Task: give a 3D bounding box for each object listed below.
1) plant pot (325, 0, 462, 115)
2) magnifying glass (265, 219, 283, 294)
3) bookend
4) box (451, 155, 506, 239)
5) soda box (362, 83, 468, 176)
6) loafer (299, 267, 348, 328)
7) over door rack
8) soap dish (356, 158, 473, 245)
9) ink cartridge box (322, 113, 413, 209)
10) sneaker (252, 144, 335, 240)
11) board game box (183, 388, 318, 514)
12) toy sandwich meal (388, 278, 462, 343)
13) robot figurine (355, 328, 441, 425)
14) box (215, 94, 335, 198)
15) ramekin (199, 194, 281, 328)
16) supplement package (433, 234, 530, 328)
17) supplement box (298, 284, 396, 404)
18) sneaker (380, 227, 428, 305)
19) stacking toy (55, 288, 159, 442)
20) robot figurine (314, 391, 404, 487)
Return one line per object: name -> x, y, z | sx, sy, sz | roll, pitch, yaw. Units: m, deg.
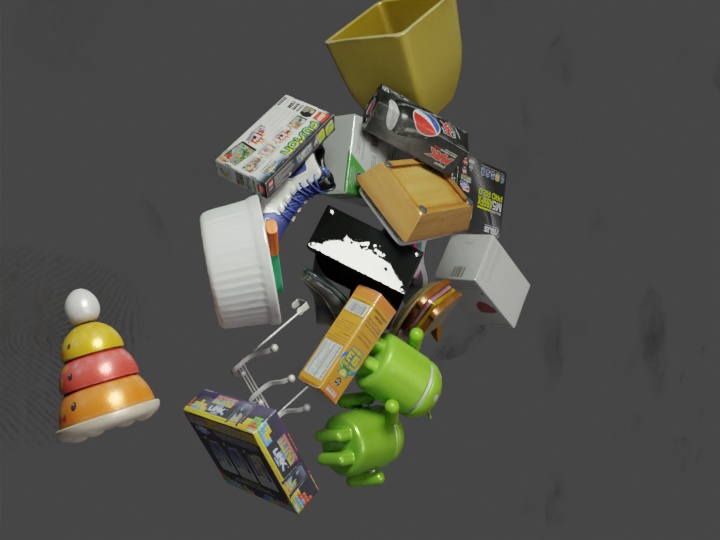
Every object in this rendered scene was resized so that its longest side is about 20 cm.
plant pot -> 0.083, -0.393, 1.480 | 0.194, 0.192, 0.203 | -46, 129, -35
magnifying glass -> -0.143, -0.025, 1.269 | 0.022, 0.201, 0.081 | -11, 66, -8
bookend -> 0.000, 0.000, 1.450 | 0.093, 0.195, 0.201 | -62, 175, -23
box -> 0.262, -0.169, 1.775 | 0.197, 0.044, 0.165 | 13, 82, -46
soda box -> 0.102, -0.256, 1.409 | 0.197, 0.071, 0.064 | 25, 42, -18
loafer -> -0.055, 0.073, 1.428 | 0.072, 0.073, 0.200 | -46, 125, -5
over door rack -> -0.123, 0.169, 1.362 | 0.200, 0.066, 0.150 | -46, 124, -35
soap dish -> 0.107, -0.133, 1.413 | 0.198, 0.082, 0.159 | -13, 59, -47
ink cartridge box -> 0.019, -0.201, 1.485 | 0.198, 0.082, 0.151 | 12, 84, -47
sneaker -> -0.108, -0.142, 1.318 | 0.081, 0.113, 0.204 | 43, 61, -57
board game box -> -0.175, 0.282, 1.214 | 0.057, 0.197, 0.168 | -41, 120, -34
toy sandwich meal -> 0.135, 0.103, 1.566 | 0.205, 0.070, 0.207 | -42, 157, -22
robot figurine -> 0.070, 0.198, 1.449 | 0.198, 0.115, 0.178 | 34, 57, -21
box -> -0.141, -0.213, 1.294 | 0.201, 0.108, 0.035 | -50, 154, -32
ramekin -> -0.188, -0.007, 1.193 | 0.095, 0.200, 0.206 | -11, 103, -9
supplement package -> 0.280, 0.025, 1.747 | 0.200, 0.120, 0.122 | 45, 61, -37
supplement box -> -0.022, 0.130, 1.355 | 0.202, 0.068, 0.067 | -55, 134, -13
sneaker -> 0.079, -0.012, 1.560 | 0.119, 0.083, 0.205 | -13, 108, -39
stacking toy -> -0.374, 0.126, 1.076 | 0.144, 0.145, 0.205 | -12, 81, -45
robot figurine -> 0.005, 0.324, 1.470 | 0.197, 0.114, 0.180 | -3, 82, -47
